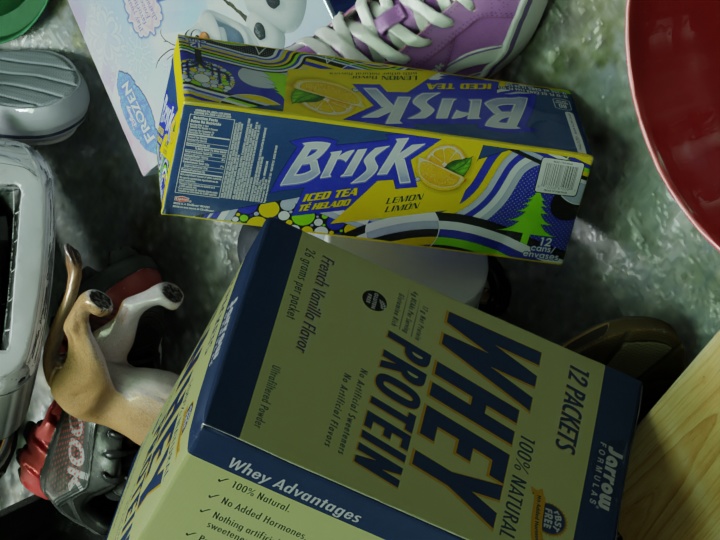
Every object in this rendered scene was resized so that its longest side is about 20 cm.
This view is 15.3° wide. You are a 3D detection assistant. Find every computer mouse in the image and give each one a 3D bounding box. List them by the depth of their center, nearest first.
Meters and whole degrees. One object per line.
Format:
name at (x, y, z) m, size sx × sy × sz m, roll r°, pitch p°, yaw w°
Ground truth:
computer mouse at (0.000, 0.000, 1.436) m, size 0.200 × 0.034 × 0.059 m, roll 6°, pitch 106°, yaw 46°

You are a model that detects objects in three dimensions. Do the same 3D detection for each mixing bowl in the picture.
mixing bowl at (0.219, -0.095, 1.107) m, size 0.200 × 0.108 × 0.201 m, roll 19°, pitch 116°, yaw 44°

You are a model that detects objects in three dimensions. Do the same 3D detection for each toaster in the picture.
toaster at (-0.233, 0.014, 1.532) m, size 0.129 × 0.113 × 0.201 m, roll 125°, pitch 150°, yaw -70°

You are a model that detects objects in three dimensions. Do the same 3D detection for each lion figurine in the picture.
lion figurine at (-0.116, 0.080, 1.522) m, size 0.200 × 0.073 × 0.123 m, roll 40°, pitch 126°, yaw -6°

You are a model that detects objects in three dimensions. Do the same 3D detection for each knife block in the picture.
knife block at (0.154, 0.094, 1.273) m, size 0.175 × 0.064 × 0.201 m, roll 8°, pitch 109°, yaw 46°

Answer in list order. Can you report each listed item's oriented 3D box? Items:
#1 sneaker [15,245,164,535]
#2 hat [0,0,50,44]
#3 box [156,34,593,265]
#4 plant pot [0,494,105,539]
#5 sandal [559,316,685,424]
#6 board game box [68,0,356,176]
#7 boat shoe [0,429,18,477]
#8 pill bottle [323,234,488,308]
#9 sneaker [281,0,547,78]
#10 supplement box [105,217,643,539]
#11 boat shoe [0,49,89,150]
sneaker at (-0.143, 0.079, 1.591) m, size 0.098 × 0.071 × 0.201 m, roll 44°, pitch 133°, yaw 30°
hat at (-0.285, -0.203, 1.569) m, size 0.200 × 0.176 × 0.166 m, roll -2°, pitch 99°, yaw 47°
box at (0.006, -0.057, 1.287) m, size 0.070 × 0.199 × 0.064 m, roll -101°, pitch 22°, yaw -57°
plant pot at (-0.215, 0.285, 1.660) m, size 0.200 × 0.199 × 0.178 m, roll 51°, pitch 146°, yaw 24°
sandal at (0.089, 0.074, 1.346) m, size 0.200 × 0.081 × 0.055 m, roll 124°, pitch 141°, yaw -49°
board game box at (-0.094, -0.183, 1.471) m, size 0.199 × 0.043 × 0.201 m, roll -33°, pitch 77°, yaw 47°
boat shoe at (-0.238, 0.030, 1.629) m, size 0.068 × 0.072 × 0.201 m, roll 124°, pitch 142°, yaw -79°
pill bottle at (0.001, 0.058, 1.373) m, size 0.111 × 0.111 × 0.200 m, roll 48°, pitch 141°, yaw 26°
sneaker at (0.012, -0.111, 1.326) m, size 0.073 × 0.114 × 0.201 m, roll 56°, pitch 135°, yaw 21°
supplement box at (-0.004, 0.119, 1.258) m, size 0.199 × 0.134 × 0.200 m, roll 24°, pitch 135°, yaw -8°
boat shoe at (-0.220, -0.094, 1.632) m, size 0.200 × 0.073 × 0.067 m, roll 20°, pitch 132°, yaw 53°
